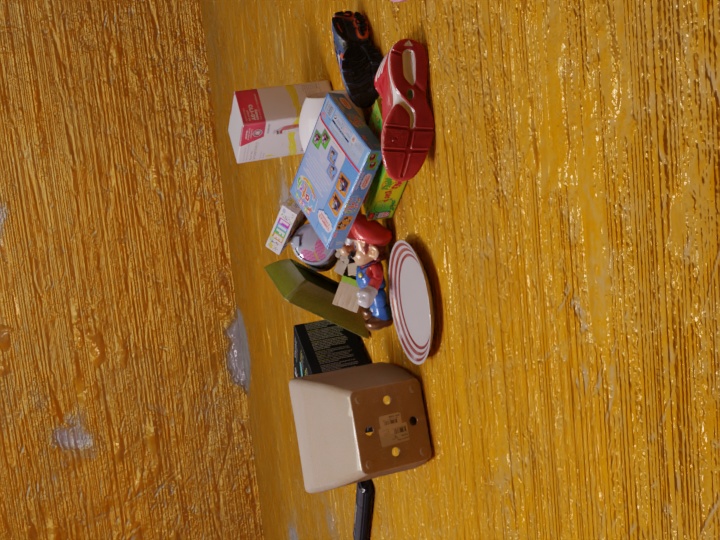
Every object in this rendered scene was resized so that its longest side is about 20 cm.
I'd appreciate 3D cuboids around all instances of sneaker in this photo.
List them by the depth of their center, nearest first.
[{"bbox_3d":[0.061,-0.236,1.347,0.116,0.077,0.202,-138,54,-78],"label":"sneaker"},{"bbox_3d":[-0.003,-0.345,1.515,0.079,0.074,0.202,90,173,-56],"label":"sneaker"}]

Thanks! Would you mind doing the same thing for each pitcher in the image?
[{"bbox_3d":[-0.047,-0.206,1.588,0.172,0.120,0.202,-68,-28,-70],"label":"pitcher"}]

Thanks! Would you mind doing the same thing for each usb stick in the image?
[{"bbox_3d":[0.004,0.524,1.959,0.056,0.032,0.202,-118,25,-49],"label":"usb stick"}]

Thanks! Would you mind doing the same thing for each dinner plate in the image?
[{"bbox_3d":[0.086,0.050,1.458,0.200,0.024,0.203,172,90,-73],"label":"dinner plate"}]

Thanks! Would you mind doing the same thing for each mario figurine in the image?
[{"bbox_3d":[0.000,0.000,1.574,0.123,0.105,0.202,13,118,47],"label":"mario figurine"}]

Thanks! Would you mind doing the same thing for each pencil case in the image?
[{"bbox_3d":[-0.089,-0.047,1.819,0.200,0.090,0.084,94,-165,-86],"label":"pencil case"}]

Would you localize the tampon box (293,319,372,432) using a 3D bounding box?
[{"bbox_3d":[-0.055,0.220,1.845,0.201,0.125,0.151,-115,22,-46],"label":"tampon box"}]

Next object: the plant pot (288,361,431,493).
[{"bbox_3d":[0.013,0.264,1.545,0.177,0.198,0.202,-20,78,62],"label":"plant pot"}]

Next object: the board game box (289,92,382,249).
[{"bbox_3d":[-0.042,-0.160,1.464,0.152,0.036,0.201,56,135,35],"label":"board game box"}]

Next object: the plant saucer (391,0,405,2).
[{"bbox_3d":[0.064,-0.472,1.230,0.200,0.050,0.203,172,90,-73],"label":"plant saucer"}]

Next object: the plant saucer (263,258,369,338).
[{"bbox_3d":[-0.080,0.045,1.809,0.048,0.199,0.200,-60,25,8],"label":"plant saucer"}]

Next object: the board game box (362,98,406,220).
[{"bbox_3d":[0.039,-0.177,1.465,0.200,0.047,0.103,112,146,-61],"label":"board game box"}]

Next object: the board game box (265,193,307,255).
[{"bbox_3d":[-0.104,-0.138,1.743,0.201,0.034,0.135,-55,-3,-38],"label":"board game box"}]

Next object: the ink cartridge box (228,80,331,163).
[{"bbox_3d":[-0.156,-0.298,1.816,0.145,0.198,0.084,115,140,-62],"label":"ink cartridge box"}]

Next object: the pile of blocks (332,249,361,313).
[{"bbox_3d":[-0.006,-0.016,1.711,0.062,0.081,0.202,17,-111,-60],"label":"pile of blocks"}]
